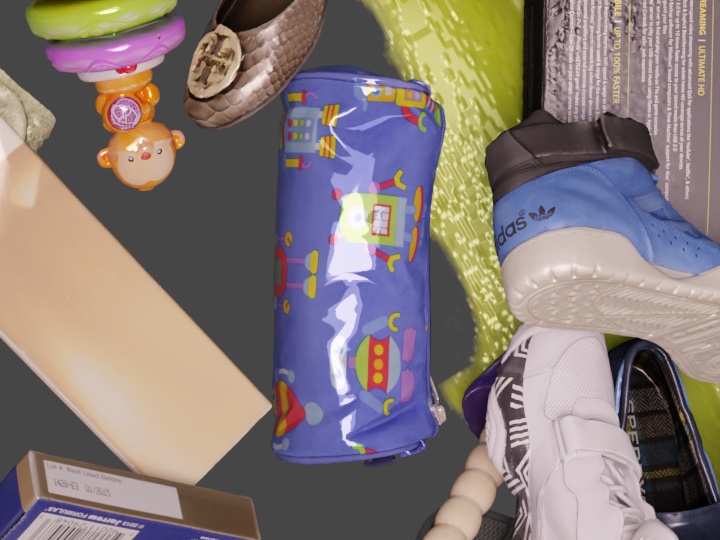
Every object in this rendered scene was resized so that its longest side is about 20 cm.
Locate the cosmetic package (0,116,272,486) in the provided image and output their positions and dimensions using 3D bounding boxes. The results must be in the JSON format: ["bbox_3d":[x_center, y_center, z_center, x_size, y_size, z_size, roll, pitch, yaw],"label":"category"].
[{"bbox_3d":[-0.140,0.010,1.118,0.071,0.105,0.200,-44,110,-6],"label":"cosmetic package"}]

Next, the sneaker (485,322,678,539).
[{"bbox_3d":[0.119,0.109,1.087,0.075,0.115,0.201,23,67,-44],"label":"sneaker"}]

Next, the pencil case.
[{"bbox_3d":[0.000,0.000,1.165,0.086,0.078,0.201,1,91,-6],"label":"pencil case"}]

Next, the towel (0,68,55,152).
[{"bbox_3d":[-0.260,-0.041,1.157,0.148,0.036,0.200,36,88,-5],"label":"towel"}]

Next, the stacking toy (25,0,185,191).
[{"bbox_3d":[-0.126,-0.133,1.148,0.116,0.110,0.201,-16,108,-15],"label":"stacking toy"}]

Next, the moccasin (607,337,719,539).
[{"bbox_3d":[0.142,0.129,1.154,0.080,0.068,0.201,-10,69,-17],"label":"moccasin"}]

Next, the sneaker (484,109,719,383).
[{"bbox_3d":[0.141,-0.018,1.128,0.199,0.077,0.112,13,52,-34],"label":"sneaker"}]

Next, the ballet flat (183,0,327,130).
[{"bbox_3d":[-0.031,-0.159,1.156,0.200,0.067,0.046,-56,138,-9],"label":"ballet flat"}]

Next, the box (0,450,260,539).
[{"bbox_3d":[-0.152,0.161,1.114,0.121,0.033,0.200,16,131,-35],"label":"box"}]

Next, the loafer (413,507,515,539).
[{"bbox_3d":[0.111,0.179,1.199,0.199,0.063,0.072,26,52,-9],"label":"loafer"}]

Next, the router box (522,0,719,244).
[{"bbox_3d":[0.157,-0.103,1.192,0.148,0.051,0.201,1,92,-8],"label":"router box"}]

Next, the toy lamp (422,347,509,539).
[{"bbox_3d":[0.054,0.111,1.140,0.058,0.058,0.200,35,52,-6],"label":"toy lamp"}]
